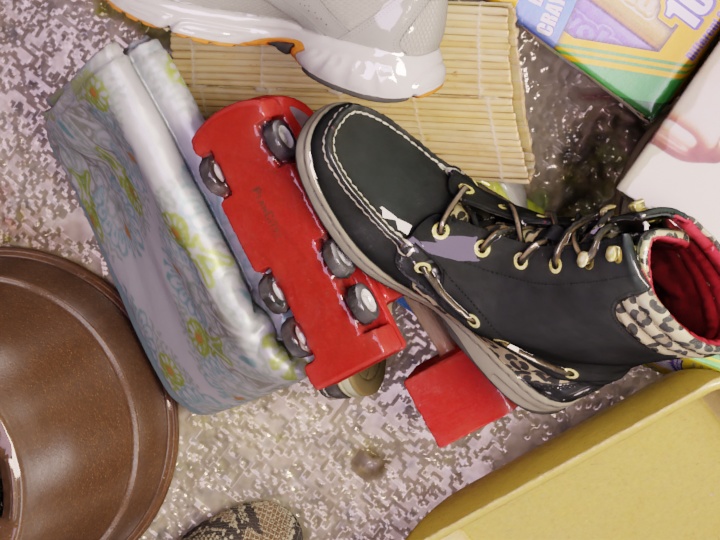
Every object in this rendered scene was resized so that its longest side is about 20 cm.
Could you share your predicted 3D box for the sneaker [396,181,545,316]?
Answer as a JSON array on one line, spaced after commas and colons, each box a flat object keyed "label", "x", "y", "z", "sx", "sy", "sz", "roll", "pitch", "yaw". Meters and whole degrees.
[{"label": "sneaker", "x": 0.035, "y": -0.043, "z": 1.448, "sx": 0.105, "sy": 0.076, "sz": 0.200, "roll": -26, "pitch": 92, "yaw": 15}]

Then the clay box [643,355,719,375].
[{"label": "clay box", "x": 0.208, "y": 0.046, "z": 1.399, "sx": 0.200, "sy": 0.115, "sz": 0.048, "roll": 21, "pitch": 84, "yaw": 9}]

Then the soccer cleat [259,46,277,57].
[{"label": "soccer cleat", "x": -0.030, "y": -0.172, "z": 1.446, "sx": 0.085, "sy": 0.069, "sz": 0.200, "roll": -28, "pitch": 80, "yaw": 7}]

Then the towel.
[{"label": "towel", "x": -0.101, "y": -0.020, "z": 1.437, "sx": 0.048, "sy": 0.171, "sz": 0.200, "roll": -28, "pitch": 91, "yaw": -18}]

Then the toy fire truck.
[{"label": "toy fire truck", "x": 0.000, "y": 0.000, "z": 1.382, "sx": 0.049, "sy": 0.141, "sz": 0.200, "roll": -28, "pitch": 86, "yaw": 24}]

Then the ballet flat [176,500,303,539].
[{"label": "ballet flat", "x": -0.118, "y": 0.202, "z": 1.514, "sx": 0.200, "sy": 0.075, "sz": 0.068, "roll": -35, "pitch": 88, "yaw": 14}]

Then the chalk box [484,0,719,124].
[{"label": "chalk box", "x": 0.111, "y": -0.187, "z": 1.387, "sx": 0.200, "sy": 0.124, "sz": 0.124, "roll": 38, "pitch": 104, "yaw": 4}]

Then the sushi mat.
[{"label": "sushi mat", "x": -0.007, "y": -0.095, "z": 1.393, "sx": 0.200, "sy": 0.012, "sz": 0.096, "roll": 4, "pitch": 115, "yaw": 26}]

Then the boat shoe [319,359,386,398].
[{"label": "boat shoe", "x": -0.043, "y": -0.021, "z": 1.474, "sx": 0.066, "sy": 0.072, "sz": 0.201, "roll": -20, "pitch": 86, "yaw": 23}]

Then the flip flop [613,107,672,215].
[{"label": "flip flop", "x": 0.218, "y": -0.064, "z": 1.401, "sx": 0.200, "sy": 0.058, "sz": 0.081, "roll": -32, "pitch": 133, "yaw": 10}]

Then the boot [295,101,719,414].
[{"label": "boot", "x": 0.079, "y": -0.018, "z": 1.288, "sx": 0.204, "sy": 0.074, "sz": 0.154, "roll": 45, "pitch": 148, "yaw": -19}]

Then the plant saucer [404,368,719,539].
[{"label": "plant saucer", "x": 0.143, "y": 0.137, "z": 1.421, "sx": 0.200, "sy": 0.048, "sz": 0.200, "roll": -30, "pitch": 133, "yaw": 14}]

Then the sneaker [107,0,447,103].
[{"label": "sneaker", "x": -0.042, "y": -0.155, "z": 1.341, "sx": 0.200, "sy": 0.076, "sz": 0.092, "roll": 18, "pitch": 112, "yaw": 16}]

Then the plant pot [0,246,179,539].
[{"label": "plant pot", "x": -0.220, "y": 0.099, "z": 1.460, "sx": 0.200, "sy": 0.198, "sz": 0.200, "roll": 2, "pitch": 99, "yaw": 12}]

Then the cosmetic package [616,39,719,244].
[{"label": "cosmetic package", "x": 0.217, "y": -0.094, "z": 1.320, "sx": 0.087, "sy": 0.103, "sz": 0.200, "roll": 35, "pitch": 91, "yaw": 8}]
